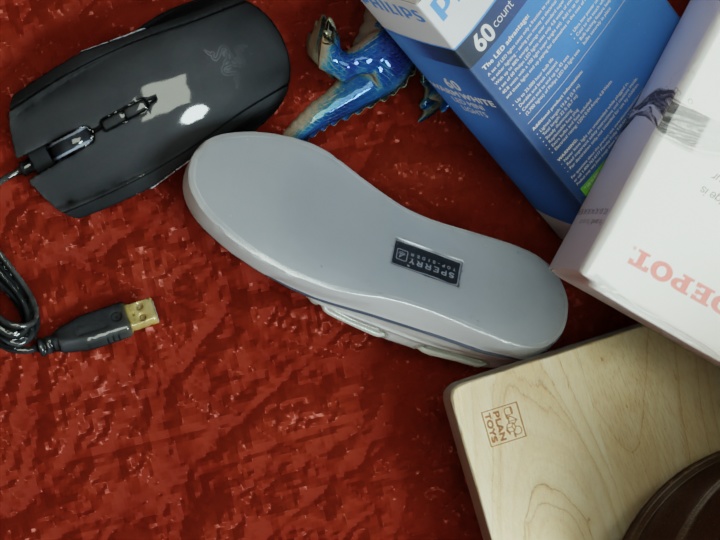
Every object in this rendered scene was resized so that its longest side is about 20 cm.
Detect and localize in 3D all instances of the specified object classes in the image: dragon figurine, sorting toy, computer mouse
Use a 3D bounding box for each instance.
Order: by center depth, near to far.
[{"bbox_3d":[-0.113,-0.043,1.363,0.200,0.046,0.141,-23,92,-10],"label":"computer mouse"},{"bbox_3d":[0.029,-0.109,1.383,0.099,0.059,0.200,26,83,-8],"label":"dragon figurine"},{"bbox_3d":[0.154,0.123,1.394,0.198,0.070,0.201,-17,92,-12],"label":"sorting toy"}]

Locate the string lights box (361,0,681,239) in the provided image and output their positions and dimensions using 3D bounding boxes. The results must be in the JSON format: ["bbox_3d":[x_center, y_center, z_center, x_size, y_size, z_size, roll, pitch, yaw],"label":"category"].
[{"bbox_3d":[0.092,-0.105,1.344,0.103,0.059,0.200,-52,128,-12],"label":"string lights box"}]

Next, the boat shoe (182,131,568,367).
[{"bbox_3d":[0.000,0.000,1.372,0.200,0.065,0.074,27,60,-10],"label":"boat shoe"}]

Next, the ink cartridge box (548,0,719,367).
[{"bbox_3d":[0.199,-0.050,1.314,0.145,0.084,0.200,29,88,-8],"label":"ink cartridge box"}]

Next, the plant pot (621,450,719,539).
[{"bbox_3d":[0.234,0.153,1.250,0.200,0.198,0.201,5,73,-17],"label":"plant pot"}]
